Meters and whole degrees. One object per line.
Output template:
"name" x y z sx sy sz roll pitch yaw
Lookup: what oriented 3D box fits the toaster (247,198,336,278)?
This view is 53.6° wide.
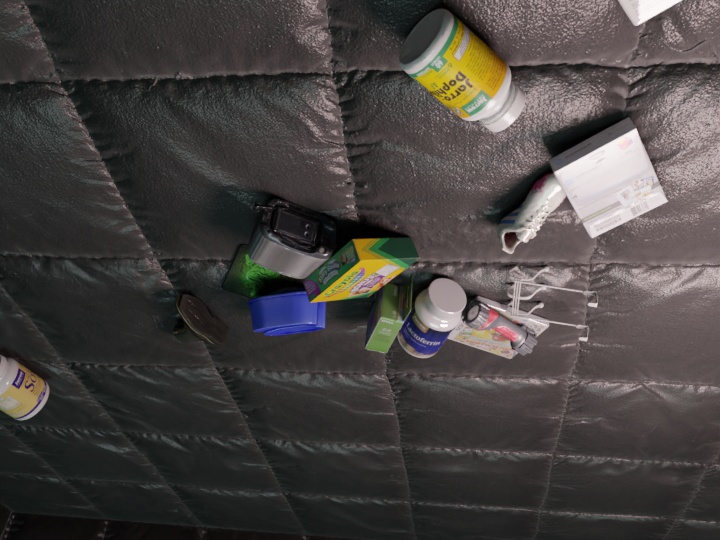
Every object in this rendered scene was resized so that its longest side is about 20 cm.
"toaster" -0.157 -0.064 1.517 0.199 0.114 0.129 19 144 -18

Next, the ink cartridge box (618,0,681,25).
"ink cartridge box" 0.381 -0.452 0.940 0.145 0.084 0.200 -24 132 34

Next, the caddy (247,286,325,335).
"caddy" -0.175 0.092 1.723 0.199 0.106 0.141 -8 165 14

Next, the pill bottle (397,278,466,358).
"pill bottle" 0.169 0.112 1.680 0.115 0.116 0.200 15 141 -9

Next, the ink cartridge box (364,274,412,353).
"ink cartridge box" 0.066 0.100 1.692 0.059 0.104 0.200 13 142 -8

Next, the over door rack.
"over door rack" 0.428 0.066 1.598 0.199 0.067 0.148 19 147 22

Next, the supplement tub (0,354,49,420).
"supplement tub" -1.085 0.358 2.206 0.144 0.146 0.200 -10 139 23

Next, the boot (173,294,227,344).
"boot" -0.460 0.140 1.872 0.137 0.078 0.200 -6 139 25

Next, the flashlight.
"flashlight" 0.331 0.140 1.689 0.199 0.068 0.068 33 136 -26

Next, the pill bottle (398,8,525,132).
"pill bottle" 0.167 -0.311 1.138 0.199 0.113 0.113 32 137 -28

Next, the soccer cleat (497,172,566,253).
"soccer cleat" 0.340 -0.106 1.391 0.069 0.087 0.200 21 140 -16

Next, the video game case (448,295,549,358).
"video game case" 0.333 0.145 1.767 0.199 0.023 0.182 18 142 -13

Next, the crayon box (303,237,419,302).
"crayon box" 0.000 0.000 1.549 0.172 0.059 0.200 -5 156 -41

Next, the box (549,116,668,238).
"box" 0.456 -0.164 1.307 0.155 0.041 0.200 -28 132 20

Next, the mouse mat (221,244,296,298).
"mouse mat" -0.240 0.017 1.724 0.160 0.008 0.200 19 140 -14
